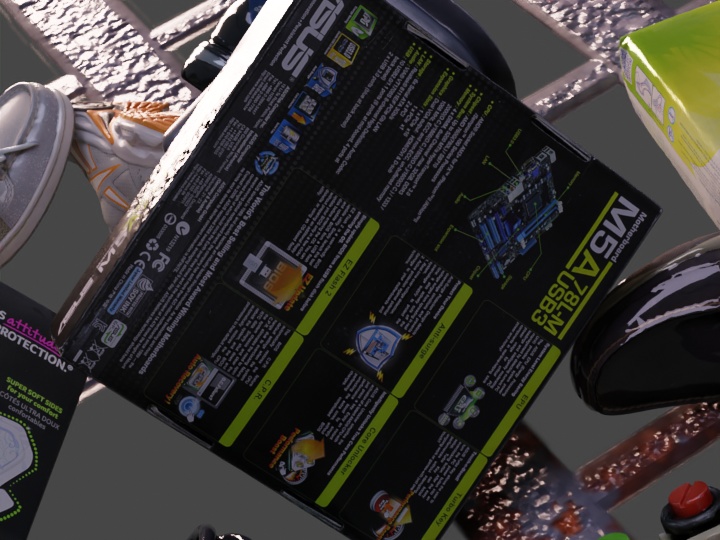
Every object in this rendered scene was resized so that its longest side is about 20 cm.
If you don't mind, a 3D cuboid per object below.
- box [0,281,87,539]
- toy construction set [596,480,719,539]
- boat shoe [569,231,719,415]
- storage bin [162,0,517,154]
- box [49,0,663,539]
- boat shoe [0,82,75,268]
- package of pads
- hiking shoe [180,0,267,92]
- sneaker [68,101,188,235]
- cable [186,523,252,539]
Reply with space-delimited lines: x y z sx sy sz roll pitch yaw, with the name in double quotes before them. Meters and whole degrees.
"box" -0.223 0.106 0.818 0.149 0.124 0.200 -43 22 41
"toy construction set" 0.176 0.123 0.721 0.199 0.093 0.131 -11 16 -3
"boat shoe" 0.193 0.023 0.840 0.199 0.075 0.073 -21 40 -1
"storage bin" -0.004 -0.041 0.901 0.145 0.200 0.134 41 76 23
"box" 0.000 0.000 0.797 0.200 0.193 0.048 -57 21 1
"boat shoe" -0.234 -0.025 1.011 0.202 0.065 0.074 -49 42 0
"package of pads" 0.253 -0.094 0.953 0.199 0.068 0.155 -21 39 -2
"hiking shoe" -0.032 -0.118 1.012 0.074 0.200 0.087 35 96 3
"sneaker" -0.129 -0.048 1.041 0.075 0.092 0.200 -3 10 -26
"cable" -0.115 0.173 0.746 0.051 0.163 0.200 47 49 11
